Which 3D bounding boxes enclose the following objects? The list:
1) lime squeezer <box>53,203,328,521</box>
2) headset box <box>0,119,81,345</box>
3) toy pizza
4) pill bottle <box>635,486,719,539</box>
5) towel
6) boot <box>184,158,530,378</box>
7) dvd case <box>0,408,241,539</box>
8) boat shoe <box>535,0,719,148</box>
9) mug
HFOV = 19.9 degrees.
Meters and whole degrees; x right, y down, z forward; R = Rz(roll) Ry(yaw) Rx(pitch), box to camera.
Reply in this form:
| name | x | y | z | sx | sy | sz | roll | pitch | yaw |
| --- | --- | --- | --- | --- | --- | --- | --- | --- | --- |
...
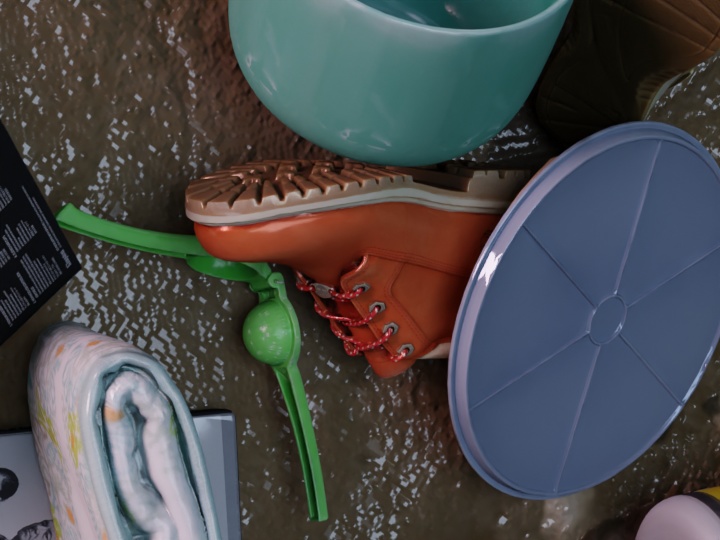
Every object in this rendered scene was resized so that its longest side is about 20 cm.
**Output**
| name | x | y | z | sx | sy | sz | roll | pitch | yaw |
| --- | --- | --- | --- | --- | --- | --- | --- | --- | --- |
| lime squeezer | -0.058 | 0.025 | 0.975 | 0.200 | 0.038 | 0.071 | 52 | 42 | -19 |
| headset box | -0.227 | 0.011 | 0.851 | 0.200 | 0.077 | 0.149 | -45 | 152 | -14 |
| toy pizza | 0.114 | 0.019 | 1.027 | 0.199 | 0.032 | 0.202 | -20 | 123 | -34 |
| pill bottle | 0.251 | 0.158 | 1.076 | 0.198 | 0.112 | 0.113 | -8 | 95 | -22 |
| towel | -0.098 | 0.125 | 0.873 | 0.048 | 0.171 | 0.202 | -13 | 96 | -19 |
| boot | 0.000 | 0.000 | 0.971 | 0.199 | 0.075 | 0.108 | 0 | 101 | -41 |
| dvd case | -0.151 | 0.148 | 0.957 | 0.198 | 0.025 | 0.152 | -4 | 93 | -23 |
| boat shoe | 0.142 | -0.128 | 0.986 | 0.074 | 0.200 | 0.067 | 37 | 60 | 0 |
| mug | 0.030 | -0.122 | 0.955 | 0.183 | 0.115 | 0.153 | 5 | 50 | -16 |
